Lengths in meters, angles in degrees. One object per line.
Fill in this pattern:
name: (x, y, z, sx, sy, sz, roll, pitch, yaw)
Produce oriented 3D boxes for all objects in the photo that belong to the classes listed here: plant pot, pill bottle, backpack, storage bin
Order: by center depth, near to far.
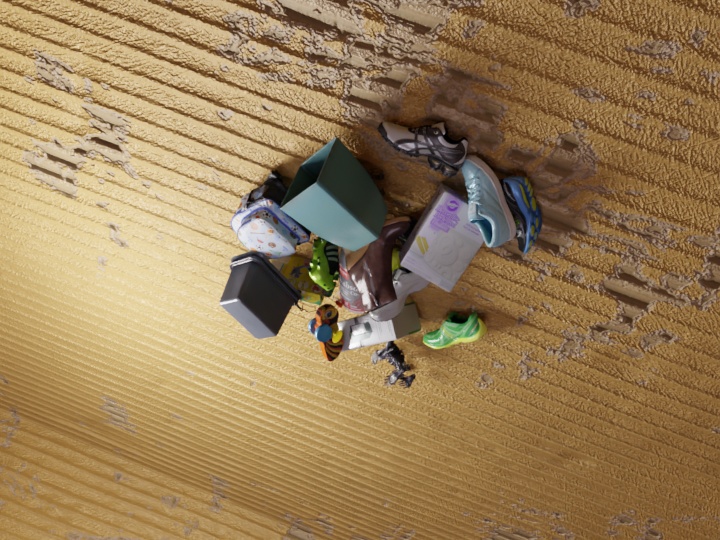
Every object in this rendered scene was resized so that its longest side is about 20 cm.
plant pot: (-0.042, -0.149, 1.294, 0.199, 0.144, 0.140, 39, 140, -24)
backpack: (-0.228, -0.119, 1.489, 0.188, 0.156, 0.200, -12, 131, 44)
storage bin: (-0.271, 0.074, 1.518, 0.143, 0.136, 0.201, -12, 132, 36)
pill bottle: (0.000, 0.000, 1.520, 0.113, 0.117, 0.204, 10, 131, 13)

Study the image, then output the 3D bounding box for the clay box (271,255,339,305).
clay box: (-0.157, 0.024, 1.612, 0.195, 0.116, 0.048, 14, 138, 10)

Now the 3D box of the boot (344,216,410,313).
boot: (0.058, -0.013, 1.358, 0.198, 0.072, 0.170, -30, 74, 29)

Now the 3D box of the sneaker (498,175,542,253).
sneaker: (0.346, -0.125, 1.306, 0.081, 0.071, 0.202, 13, 143, 42)

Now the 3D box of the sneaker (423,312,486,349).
sneaker: (0.252, 0.157, 1.616, 0.197, 0.074, 0.085, -21, 97, 40)

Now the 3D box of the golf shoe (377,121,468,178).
golf shoe: (0.133, -0.280, 1.244, 0.196, 0.078, 0.096, 25, 119, -4)

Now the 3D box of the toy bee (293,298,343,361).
toy bee: (-0.082, 0.137, 1.552, 0.131, 0.107, 0.202, 48, 164, 39)

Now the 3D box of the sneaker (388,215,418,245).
sneaker: (0.152, -0.072, 1.444, 0.198, 0.073, 0.083, 35, 167, -16)

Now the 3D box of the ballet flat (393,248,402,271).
ballet flat: (0.091, 0.022, 1.551, 0.065, 0.068, 0.203, -5, 134, -10)

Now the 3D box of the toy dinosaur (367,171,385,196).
toy dinosaur: (0.002, -0.187, 1.389, 0.100, 0.078, 0.203, 13, 141, 27)

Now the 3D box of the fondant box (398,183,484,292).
fondant box: (0.195, -0.072, 1.354, 0.142, 0.059, 0.203, 26, 112, -12)

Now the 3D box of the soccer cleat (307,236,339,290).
soccer cleat: (-0.081, -0.033, 1.464, 0.066, 0.203, 0.081, -25, 123, 27)

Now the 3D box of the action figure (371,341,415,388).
action figure: (0.092, 0.278, 1.738, 0.100, 0.120, 0.201, -29, 139, 3)

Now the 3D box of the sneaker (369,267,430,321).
sneaker: (0.091, 0.042, 1.485, 0.074, 0.200, 0.088, 33, 164, 45)

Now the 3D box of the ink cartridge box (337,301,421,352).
ink cartridge box: (0.045, 0.154, 1.621, 0.197, 0.145, 0.086, -17, 85, 35)

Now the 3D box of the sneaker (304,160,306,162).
sneaker: (-0.082, -0.158, 1.402, 0.074, 0.115, 0.201, -15, 126, 40)

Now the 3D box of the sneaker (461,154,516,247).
sneaker: (0.257, -0.144, 1.255, 0.203, 0.081, 0.074, 61, 152, 1)
